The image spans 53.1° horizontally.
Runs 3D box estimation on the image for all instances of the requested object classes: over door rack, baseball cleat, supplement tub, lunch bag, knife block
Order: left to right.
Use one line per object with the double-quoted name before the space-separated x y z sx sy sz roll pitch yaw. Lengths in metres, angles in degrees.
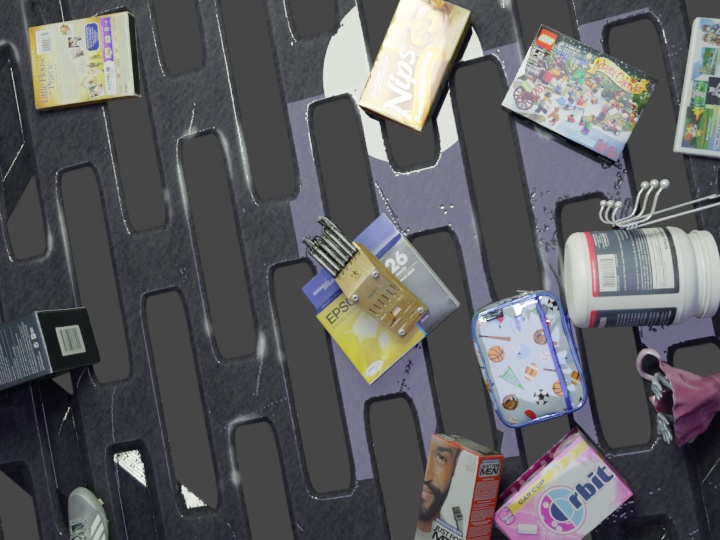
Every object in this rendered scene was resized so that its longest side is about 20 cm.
"baseball cleat" -0.483 0.487 1.260 0.069 0.106 0.204 -22 84 16
"knife block" 0.000 0.000 1.146 0.064 0.176 0.199 -46 126 8
"lunch bag" 0.263 0.131 1.122 0.157 0.076 0.204 -17 88 9
"supplement tub" 0.405 0.010 1.055 0.196 0.140 0.144 -3 90 10
"over door rack" 0.455 -0.100 1.043 0.196 0.148 0.068 -4 95 12

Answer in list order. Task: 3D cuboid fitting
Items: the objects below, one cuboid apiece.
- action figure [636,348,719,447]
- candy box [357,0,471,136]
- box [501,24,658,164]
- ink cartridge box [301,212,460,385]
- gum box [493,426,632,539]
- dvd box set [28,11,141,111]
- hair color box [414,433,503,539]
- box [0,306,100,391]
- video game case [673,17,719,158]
"action figure" 0.531 0.182 1.072 0.196 0.135 0.150 -17 45 -1
"candy box" 0.087 -0.334 1.160 0.114 0.055 0.203 24 96 10
"box" 0.337 -0.272 1.118 0.197 0.038 0.138 28 96 10
"ink cartridge box" 0.028 0.045 1.183 0.197 0.047 0.201 -42 85 9
"gum box" 0.304 0.358 1.118 0.200 0.066 0.114 -45 83 9
"dvd box set" -0.494 -0.372 1.290 0.196 0.029 0.150 -6 90 11
"hair color box" 0.150 0.370 1.125 0.110 0.063 0.204 12 93 54
"box" -0.588 0.146 1.256 0.196 0.148 0.109 -19 87 10
"video game case" 0.578 -0.267 1.078 0.178 0.022 0.205 9 93 11
